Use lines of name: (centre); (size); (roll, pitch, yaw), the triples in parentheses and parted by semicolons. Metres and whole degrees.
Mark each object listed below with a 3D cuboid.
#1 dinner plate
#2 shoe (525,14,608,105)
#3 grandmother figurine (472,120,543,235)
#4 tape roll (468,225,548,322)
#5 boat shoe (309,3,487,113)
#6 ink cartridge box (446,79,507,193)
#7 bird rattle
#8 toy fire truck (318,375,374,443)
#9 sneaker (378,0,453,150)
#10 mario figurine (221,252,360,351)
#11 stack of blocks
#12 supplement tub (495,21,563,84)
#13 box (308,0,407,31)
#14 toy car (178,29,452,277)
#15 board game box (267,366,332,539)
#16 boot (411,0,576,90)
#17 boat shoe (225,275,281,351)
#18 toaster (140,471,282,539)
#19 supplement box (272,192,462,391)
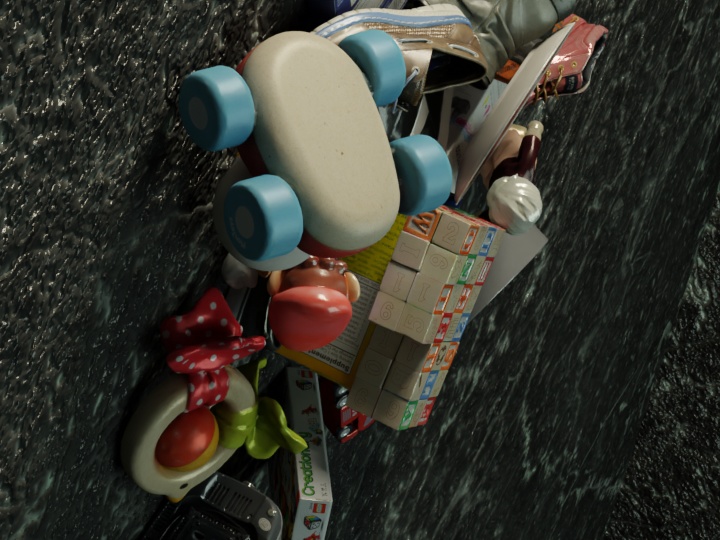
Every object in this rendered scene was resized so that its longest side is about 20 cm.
dinner plate: (0.136, -0.149, 1.739); (0.201, 0.024, 0.200); (-57, 179, -1)
shoe: (0.200, -0.216, 2.100); (0.201, 0.090, 0.072); (-56, 159, -29)
grandmother figurine: (0.148, -0.088, 1.828); (0.200, 0.060, 0.122); (-87, -166, -68)
tape roll: (0.113, 0.013, 2.056); (0.200, 0.066, 0.200); (-44, 179, -1)
boat shoe: (0.027, -0.174, 1.567); (0.199, 0.073, 0.073); (-19, 148, -34)
ink cartridge box: (0.079, -0.124, 1.911); (0.201, 0.067, 0.115); (-59, 161, -21)
bird rattle: (-0.132, 0.122, 1.589); (0.163, 0.113, 0.200); (-46, 156, -7)
toy fire truck: (0.018, 0.085, 1.941); (0.140, 0.049, 0.201); (-31, 151, -18)
sneaker: (0.033, -0.191, 1.696); (0.111, 0.073, 0.202); (2, 93, -43)
mario figurine: (-0.043, -0.032, 1.602); (0.106, 0.122, 0.202); (5, 93, -60)
stack of blocks: (0.055, 0.041, 1.714); (0.202, 0.058, 0.115); (-68, 161, 7)
supplement tub: (0.152, -0.288, 1.825); (0.202, 0.122, 0.122); (-67, 162, 3)
box: (-0.002, -0.255, 1.575); (0.122, 0.032, 0.201); (-58, 162, -24)
toy car: (-0.067, -0.074, 1.487); (0.183, 0.178, 0.200); (-18, 171, -36)
board game box: (-0.060, 0.204, 1.820); (0.201, 0.034, 0.127); (-100, -162, -56)
boot: (0.096, -0.271, 1.668); (0.130, 0.201, 0.068); (-37, -167, -16)
boat shoe: (-0.061, -0.025, 1.657); (0.202, 0.056, 0.069); (-67, 162, 5)
toaster: (-0.148, 0.293, 1.721); (0.201, 0.113, 0.130); (-59, 163, -28)
supplement box: (0.000, 0.000, 1.778); (0.202, 0.108, 0.109); (-68, 162, 6)
